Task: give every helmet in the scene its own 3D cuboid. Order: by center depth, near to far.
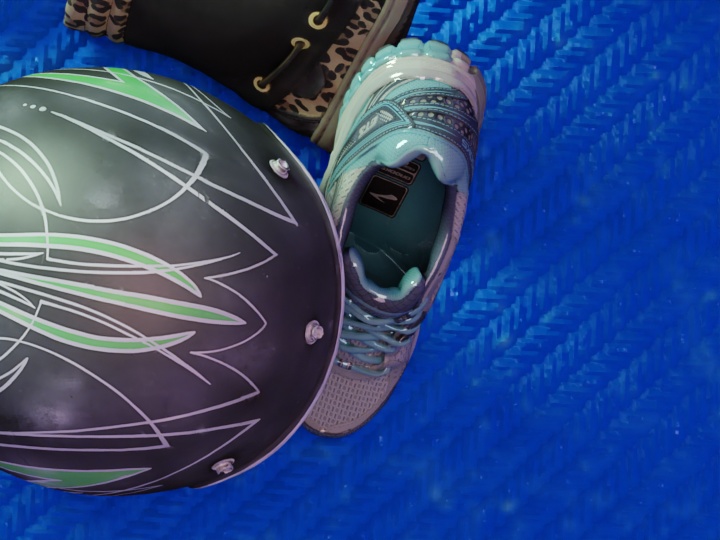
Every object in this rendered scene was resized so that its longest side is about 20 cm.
[{"bbox_3d":[-0.107,0.005,1.227,0.199,0.191,0.201,0,94,-3],"label":"helmet"}]

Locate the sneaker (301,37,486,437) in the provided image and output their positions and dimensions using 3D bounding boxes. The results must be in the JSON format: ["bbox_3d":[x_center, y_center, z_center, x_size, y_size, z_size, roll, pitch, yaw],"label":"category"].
[{"bbox_3d":[0.000,0.000,1.264,0.077,0.086,0.201,12,123,-6],"label":"sneaker"}]

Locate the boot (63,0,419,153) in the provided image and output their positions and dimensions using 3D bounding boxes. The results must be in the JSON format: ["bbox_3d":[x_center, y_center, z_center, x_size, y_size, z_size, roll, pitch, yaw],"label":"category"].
[{"bbox_3d":[-0.041,-0.153,1.262,0.150,0.073,0.200,21,132,-1],"label":"boot"}]
